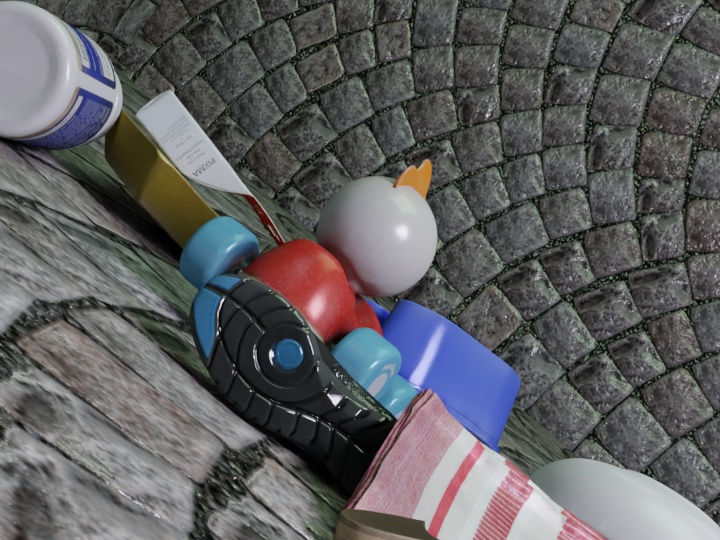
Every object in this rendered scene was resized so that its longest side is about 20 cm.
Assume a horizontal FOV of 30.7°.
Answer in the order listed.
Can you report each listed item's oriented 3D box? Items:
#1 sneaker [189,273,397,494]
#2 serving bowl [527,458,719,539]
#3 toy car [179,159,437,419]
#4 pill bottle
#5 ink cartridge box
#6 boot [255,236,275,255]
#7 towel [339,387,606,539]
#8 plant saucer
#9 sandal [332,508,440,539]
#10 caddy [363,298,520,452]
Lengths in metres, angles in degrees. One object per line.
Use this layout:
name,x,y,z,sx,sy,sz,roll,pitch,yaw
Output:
sneaker,-0.040,0.085,0.885,0.200,0.073,0.082,47,-7,-5
serving bowl,0.212,0.198,0.963,0.200,0.066,0.200,36,-11,8
toy car,0.000,0.000,1.039,0.184,0.200,0.177,38,-12,24
pill bottle,-0.286,-0.169,1.188,0.116,0.116,0.200,39,3,4
ink cartridge box,-0.153,-0.090,1.357,0.200,0.047,0.160,54,-4,-7
boot,-0.104,-0.011,1.561,0.131,0.068,0.200,33,1,5
towel,0.089,0.174,0.813,0.200,0.023,0.144,40,33,-2
plant saucer,-0.176,-0.059,1.292,0.200,0.048,0.200,50,-4,-31
sandal,0.081,0.191,0.736,0.212,0.070,0.078,15,1,-11
caddy,0.053,0.111,1.225,0.200,0.105,0.141,37,-19,-28
